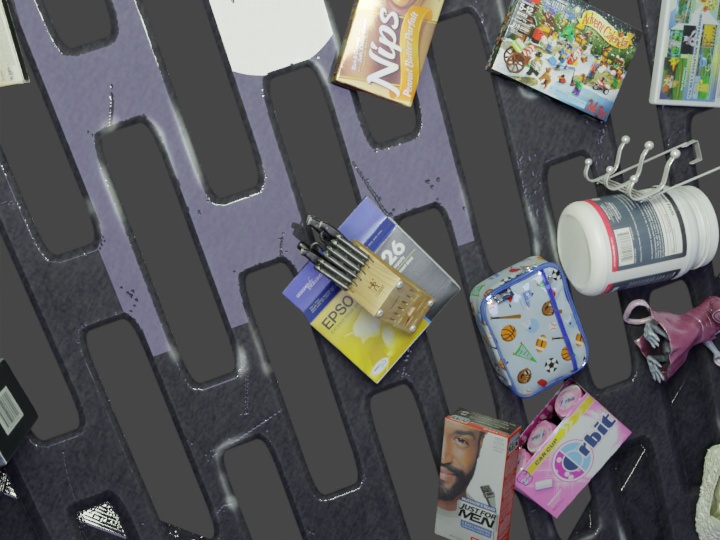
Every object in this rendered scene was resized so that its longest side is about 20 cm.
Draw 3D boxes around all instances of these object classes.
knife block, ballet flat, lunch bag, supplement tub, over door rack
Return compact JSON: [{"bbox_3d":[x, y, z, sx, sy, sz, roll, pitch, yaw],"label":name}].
[{"bbox_3d":[0.000,0.000,1.031,0.064,0.175,0.199,-52,149,5],"label":"knife block"},{"bbox_3d":[0.629,0.405,1.259,0.070,0.072,0.204,-6,104,-8],"label":"ballet flat"},{"bbox_3d":[0.267,0.083,1.122,0.158,0.076,0.203,-24,107,-5],"label":"lunch bag"},{"bbox_3d":[0.410,-0.048,1.079,0.196,0.140,0.143,-11,104,-8],"label":"supplement tub"},{"bbox_3d":[0.449,-0.162,1.059,0.196,0.148,0.068,-12,110,-6],"label":"over door rack"}]

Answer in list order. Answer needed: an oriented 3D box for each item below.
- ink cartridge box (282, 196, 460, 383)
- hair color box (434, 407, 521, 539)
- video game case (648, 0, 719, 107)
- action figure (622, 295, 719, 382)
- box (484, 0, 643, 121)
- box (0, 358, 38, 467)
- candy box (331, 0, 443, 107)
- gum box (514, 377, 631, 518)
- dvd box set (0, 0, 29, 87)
[{"bbox_3d":[0.018,0.032,1.085,0.199,0.047,0.198,41,94,-17],"label":"ink cartridge box"},{"bbox_3d":[0.184,0.334,1.143,0.109,0.064,0.205,11,103,32],"label":"hair color box"},{"bbox_3d":[0.536,-0.352,1.093,0.178,0.022,0.204,0,103,-10],"label":"video game case"},{"bbox_3d":[0.539,0.092,1.174,0.198,0.135,0.150,-28,63,-14],"label":"action figure"},{"bbox_3d":[0.296,-0.321,1.052,0.197,0.038,0.139,19,99,-13],"label":"box"},{"bbox_3d":[-0.571,0.229,0.978,0.197,0.149,0.109,-26,105,-3],"label":"box"},{"bbox_3d":[0.043,-0.342,0.997,0.113,0.055,0.204,16,100,-12],"label":"candy box"},{"bbox_3d":[0.329,0.295,1.183,0.113,0.066,0.201,38,95,-16],"label":"gum box"},{"bbox_3d":[-0.546,-0.295,0.923,0.196,0.029,0.149,-14,105,-7],"label":"dvd box set"}]
